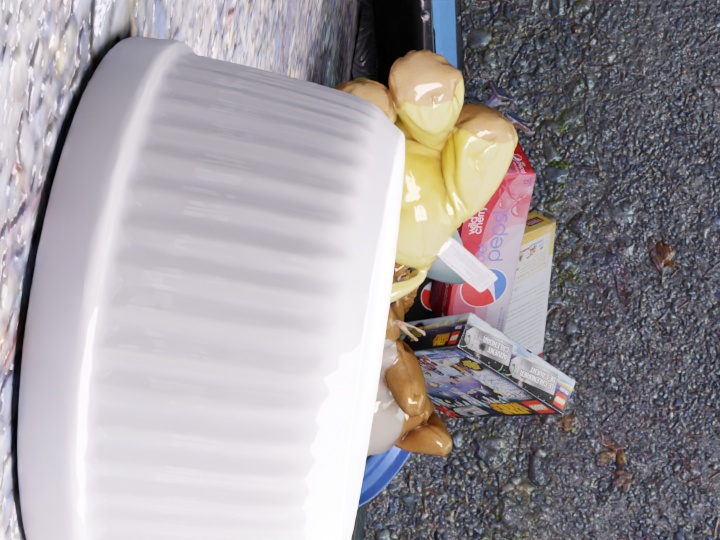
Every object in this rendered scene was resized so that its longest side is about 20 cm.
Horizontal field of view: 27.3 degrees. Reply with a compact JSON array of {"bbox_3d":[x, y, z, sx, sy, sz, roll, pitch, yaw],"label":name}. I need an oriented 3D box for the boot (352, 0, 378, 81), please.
[{"bbox_3d":[0.041,-0.245,1.544,0.200,0.065,0.167,24,86,-80],"label":"boot"}]

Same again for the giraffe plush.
[{"bbox_3d":[0.025,-0.092,1.147,0.201,0.171,0.163,59,3,-37],"label":"giraffe plush"}]

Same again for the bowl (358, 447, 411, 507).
[{"bbox_3d":[0.015,0.166,1.625,0.200,0.039,0.202,-42,148,-33],"label":"bowl"}]

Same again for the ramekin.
[{"bbox_3d":[-0.045,0.021,0.544,0.200,0.104,0.203,8,90,-86],"label":"ramekin"}]

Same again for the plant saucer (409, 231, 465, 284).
[{"bbox_3d":[0.030,-0.063,1.412,0.202,0.038,0.201,54,-11,16],"label":"plant saucer"}]

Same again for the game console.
[{"bbox_3d":[0.076,-0.204,1.394,0.176,0.115,0.202,-128,-151,-57],"label":"game console"}]

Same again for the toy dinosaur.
[{"bbox_3d":[0.105,-0.118,1.614,0.182,0.199,0.105,-51,-125,25],"label":"toy dinosaur"}]

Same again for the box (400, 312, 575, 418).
[{"bbox_3d":[0.100,0.098,1.471,0.199,0.136,0.040,-13,-131,61],"label":"box"}]

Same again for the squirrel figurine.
[{"bbox_3d":[-0.001,0.060,1.347,0.201,0.140,0.188,-102,-175,-57],"label":"squirrel figurine"}]

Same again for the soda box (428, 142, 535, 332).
[{"bbox_3d":[0.118,-0.029,1.463,0.064,0.069,0.202,-108,-160,-49],"label":"soda box"}]

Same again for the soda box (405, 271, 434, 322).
[{"bbox_3d":[0.072,-0.019,1.555,0.063,0.070,0.202,-116,-158,-67],"label":"soda box"}]

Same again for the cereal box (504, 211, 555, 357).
[{"bbox_3d":[0.154,0.048,1.673,0.143,0.039,0.202,-21,125,-39],"label":"cereal box"}]
